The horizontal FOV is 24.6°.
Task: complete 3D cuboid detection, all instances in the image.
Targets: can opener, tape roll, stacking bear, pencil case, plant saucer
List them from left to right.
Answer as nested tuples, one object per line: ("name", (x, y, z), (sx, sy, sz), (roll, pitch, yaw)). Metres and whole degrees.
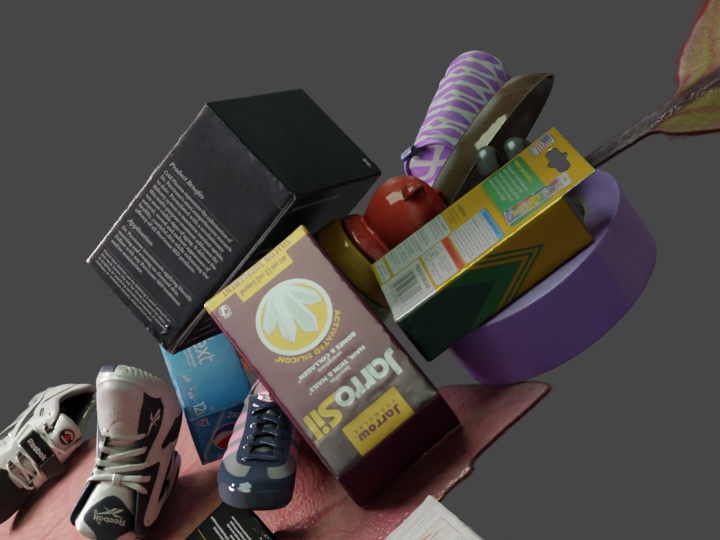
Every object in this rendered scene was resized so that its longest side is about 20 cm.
("stacking bear", (0.000, 0.000, 1.492), (0.200, 0.114, 0.121), (-46, -24, 12))
("pencil case", (0.105, -0.151, 1.758), (0.086, 0.084, 0.201), (-50, 8, 42))
("plant saucer", (0.117, -0.111, 1.578), (0.201, 0.032, 0.200), (-53, -8, -11))
("can opener", (0.137, -0.093, 1.520), (0.052, 0.067, 0.200), (-18, -7, 9))
("tape roll", (0.150, 0.003, 1.407), (0.199, 0.066, 0.201), (-32, 23, 15))

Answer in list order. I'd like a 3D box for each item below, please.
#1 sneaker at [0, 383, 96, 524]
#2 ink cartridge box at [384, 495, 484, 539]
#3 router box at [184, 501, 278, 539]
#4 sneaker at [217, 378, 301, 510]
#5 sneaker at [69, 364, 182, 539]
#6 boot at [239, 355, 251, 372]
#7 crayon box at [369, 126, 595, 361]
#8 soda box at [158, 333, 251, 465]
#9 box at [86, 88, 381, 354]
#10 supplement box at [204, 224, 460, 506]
("sneaker", (-0.354, 0.192, 1.816), (0.088, 0.074, 0.201), (-21, 29, 41))
("ink cartridge box", (0.040, 0.253, 1.137), (0.161, 0.050, 0.200), (-42, 19, -7))
("router box", (-0.114, 0.274, 1.318), (0.149, 0.051, 0.200), (-44, 22, -6))
("sneaker", (-0.084, 0.140, 1.431), (0.069, 0.083, 0.200), (5, 17, -1))
("sneaker", (-0.218, 0.186, 1.516), (0.200, 0.079, 0.130), (99, -174, -53))
("boot", (-0.057, 0.017, 1.682), (0.155, 0.073, 0.201), (-10, 41, 54))
("crayon box", (0.110, -0.023, 1.369), (0.199, 0.052, 0.126), (-38, 22, 6))
("soda box", (-0.153, 0.091, 1.606), (0.067, 0.065, 0.201), (-18, 43, -8))
("box", (-0.112, -0.050, 1.516), (0.197, 0.124, 0.200), (-48, -10, 23))
("supplement box", (-0.024, 0.078, 1.367), (0.110, 0.086, 0.200), (-39, 64, -3))
